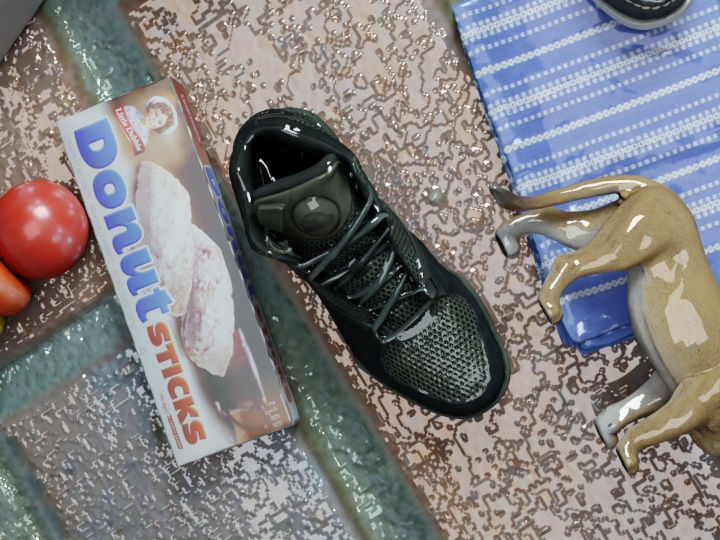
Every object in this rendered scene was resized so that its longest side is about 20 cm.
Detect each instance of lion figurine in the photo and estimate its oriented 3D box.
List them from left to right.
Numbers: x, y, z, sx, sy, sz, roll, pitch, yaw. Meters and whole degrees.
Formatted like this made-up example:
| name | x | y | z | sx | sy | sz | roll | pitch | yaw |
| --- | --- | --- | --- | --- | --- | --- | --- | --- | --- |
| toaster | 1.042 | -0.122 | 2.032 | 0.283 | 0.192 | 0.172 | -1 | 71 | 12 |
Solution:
| name | x | y | z | sx | sy | sz | roll | pitch | yaw |
| --- | --- | --- | --- | --- | --- | --- | --- | --- | --- |
| lion figurine | 0.156 | 0.020 | 0.767 | 0.122 | 0.072 | 0.202 | -29 | 101 | 0 |

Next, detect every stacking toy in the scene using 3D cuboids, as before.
| name | x | y | z | sx | sy | sz | roll | pitch | yaw |
| --- | --- | --- | --- | --- | --- | --- | --- | --- | --- |
| stacking toy | -0.230 | 0.028 | 0.844 | 0.199 | 0.085 | 0.086 | -39 | 87 | 2 |

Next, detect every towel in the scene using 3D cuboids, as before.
| name | x | y | z | sx | sy | sz | roll | pitch | yaw |
| --- | --- | --- | --- | --- | --- | --- | --- | --- | --- |
| towel | 0.144 | -0.072 | 0.812 | 0.143 | 0.024 | 0.202 | -20 | 89 | 7 |

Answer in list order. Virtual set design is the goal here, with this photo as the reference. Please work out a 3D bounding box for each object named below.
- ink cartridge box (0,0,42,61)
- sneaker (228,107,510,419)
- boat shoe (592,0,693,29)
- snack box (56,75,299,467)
| name | x | y | z | sx | sy | sz | roll | pitch | yaw |
| --- | --- | --- | --- | --- | --- | --- | --- | --- | --- |
| ink cartridge box | -0.250 | -0.219 | 0.830 | 0.199 | 0.084 | 0.147 | 38 | 96 | 5 |
| sneaker | 0.000 | 0.000 | 0.790 | 0.076 | 0.114 | 0.200 | -37 | 89 | 9 |
| boat shoe | 0.119 | -0.222 | 0.783 | 0.073 | 0.060 | 0.203 | -18 | 83 | 5 |
| snack box | -0.100 | 0.001 | 0.847 | 0.071 | 0.024 | 0.202 | -20 | 89 | 9 |
